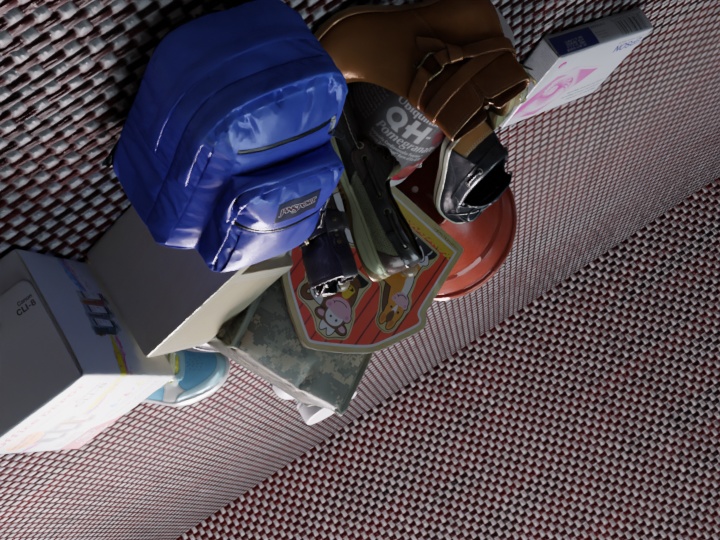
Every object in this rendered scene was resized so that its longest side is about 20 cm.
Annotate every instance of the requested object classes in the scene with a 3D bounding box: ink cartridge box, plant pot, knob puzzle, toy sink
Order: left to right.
[{"bbox_3d":[-0.312,0.085,1.224,0.145,0.145,0.200,-35,166,11],"label":"ink cartridge box"},{"bbox_3d":[-0.155,-0.027,1.239,0.200,0.131,0.112,-42,164,28],"label":"toy sink"},{"bbox_3d":[0.000,0.000,1.310,0.218,0.221,0.030,-28,-172,-23],"label":"knob puzzle"},{"bbox_3d":[0.076,-0.085,1.479,0.200,0.202,0.195,-34,159,5],"label":"plant pot"},{"bbox_3d":[0.263,-0.252,1.623,0.195,0.043,0.200,-24,162,-36],"label":"ink cartridge box"}]

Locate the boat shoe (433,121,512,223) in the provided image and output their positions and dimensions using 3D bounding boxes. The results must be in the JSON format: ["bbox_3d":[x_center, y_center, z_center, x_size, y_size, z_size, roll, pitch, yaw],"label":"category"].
[{"bbox_3d":[0.120,-0.091,1.282,0.075,0.062,0.200,-44,164,-13],"label":"boat shoe"}]

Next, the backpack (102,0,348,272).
[{"bbox_3d":[-0.092,-0.113,1.010,0.162,0.168,0.201,-29,160,-35],"label":"backpack"}]

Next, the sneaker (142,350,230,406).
[{"bbox_3d":[-0.263,0.116,1.476,0.198,0.080,0.131,-7,163,5],"label":"sneaker"}]

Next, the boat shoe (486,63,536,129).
[{"bbox_3d":[0.166,-0.222,1.452,0.063,0.073,0.200,-39,178,-2],"label":"boat shoe"}]

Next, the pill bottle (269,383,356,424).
[{"bbox_3d":[-0.090,0.106,1.694,0.110,0.201,0.111,-31,167,-8],"label":"pill bottle"}]

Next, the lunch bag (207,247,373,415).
[{"bbox_3d":[-0.057,0.030,1.364,0.117,0.163,0.201,5,-116,62],"label":"lunch bag"}]

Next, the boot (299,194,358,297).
[{"bbox_3d":[-0.057,-0.060,1.183,0.069,0.176,0.200,-15,-179,-14],"label":"boot"}]

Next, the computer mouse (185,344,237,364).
[{"bbox_3d":[-0.164,0.073,1.425,0.138,0.053,0.199,-20,145,41],"label":"computer mouse"}]

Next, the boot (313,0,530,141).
[{"bbox_3d":[0.041,-0.176,1.116,0.199,0.155,0.074,-36,167,13],"label":"boot"}]

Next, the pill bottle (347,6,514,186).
[{"bbox_3d":[0.060,-0.184,1.230,0.110,0.111,0.200,-17,159,-50],"label":"pill bottle"}]

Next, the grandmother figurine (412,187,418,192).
[{"bbox_3d":[0.015,-0.060,1.689,0.199,0.061,0.121,-32,-166,-17],"label":"grandmother figurine"}]

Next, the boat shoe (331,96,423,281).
[{"bbox_3d":[0.010,-0.093,1.198,0.064,0.202,0.073,-16,-172,9],"label":"boat shoe"}]
